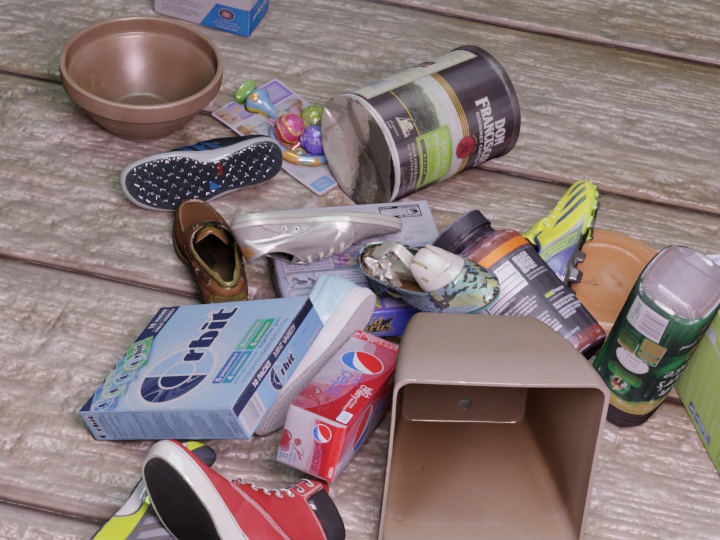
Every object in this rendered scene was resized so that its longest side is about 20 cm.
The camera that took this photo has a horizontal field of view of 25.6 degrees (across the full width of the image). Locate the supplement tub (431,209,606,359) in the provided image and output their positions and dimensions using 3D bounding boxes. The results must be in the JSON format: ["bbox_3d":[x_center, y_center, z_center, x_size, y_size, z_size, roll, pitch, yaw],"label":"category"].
[{"bbox_3d":[0.164,0.030,1.704,0.107,0.107,0.200,-30,72,-33],"label":"supplement tub"}]

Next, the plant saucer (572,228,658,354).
[{"bbox_3d":[0.278,0.017,1.828,0.200,0.032,0.200,3,42,-3],"label":"plant saucer"}]

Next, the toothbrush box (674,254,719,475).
[{"bbox_3d":[0.399,0.100,1.666,0.086,0.146,0.200,-6,43,-14],"label":"toothbrush box"}]

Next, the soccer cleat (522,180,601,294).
[{"bbox_3d":[0.225,-0.044,1.818,0.084,0.065,0.200,13,43,11],"label":"soccer cleat"}]

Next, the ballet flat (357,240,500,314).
[{"bbox_3d":[0.063,0.002,1.660,0.074,0.074,0.200,-28,20,-32],"label":"ballet flat"}]

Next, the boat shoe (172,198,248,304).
[{"bbox_3d":[-0.164,-0.026,1.790,0.072,0.068,0.200,-12,44,-17],"label":"boat shoe"}]

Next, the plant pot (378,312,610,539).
[{"bbox_3d":[0.118,0.144,1.560,0.200,0.200,0.177,2,30,-5],"label":"plant pot"}]

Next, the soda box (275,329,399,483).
[{"bbox_3d":[-0.015,0.133,1.591,0.063,0.070,0.200,20,25,13],"label":"soda box"}]

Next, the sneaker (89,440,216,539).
[{"bbox_3d":[-0.189,0.244,1.501,0.081,0.074,0.200,32,50,7],"label":"sneaker"}]

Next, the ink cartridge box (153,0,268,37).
[{"bbox_3d":[-0.199,-0.433,2.137,0.146,0.200,0.084,18,43,12],"label":"ink cartridge box"}]

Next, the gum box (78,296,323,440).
[{"bbox_3d":[-0.160,0.100,1.600,0.200,0.045,0.170,-4,36,34],"label":"gum box"}]

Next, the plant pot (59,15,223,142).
[{"bbox_3d":[-0.273,-0.227,1.981,0.201,0.093,0.201,4,43,-4],"label":"plant pot"}]

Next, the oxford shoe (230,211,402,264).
[{"bbox_3d":[-0.048,-0.036,1.764,0.200,0.075,0.058,-4,85,-23],"label":"oxford shoe"}]

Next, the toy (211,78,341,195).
[{"bbox_3d":[-0.080,-0.183,1.990,0.200,0.047,0.115,36,51,29],"label":"toy"}]

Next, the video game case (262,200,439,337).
[{"bbox_3d":[0.000,0.000,1.800,0.200,0.045,0.181,-5,43,-12],"label":"video game case"}]

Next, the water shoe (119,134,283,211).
[{"bbox_3d":[-0.193,-0.119,1.906,0.200,0.072,0.079,-11,17,-16],"label":"water shoe"}]

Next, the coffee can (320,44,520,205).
[{"bbox_3d":[0.073,-0.175,1.928,0.200,0.146,0.146,-25,51,-29],"label":"coffee can"}]

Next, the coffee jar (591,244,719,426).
[{"bbox_3d":[0.303,0.073,1.643,0.085,0.200,0.104,35,51,14],"label":"coffee jar"}]

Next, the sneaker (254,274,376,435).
[{"bbox_3d":[-0.070,0.085,1.663,0.082,0.074,0.200,28,60,24],"label":"sneaker"}]

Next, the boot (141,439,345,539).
[{"bbox_3d":[-0.104,0.211,1.487,0.200,0.072,0.144,50,46,-8],"label":"boot"}]
